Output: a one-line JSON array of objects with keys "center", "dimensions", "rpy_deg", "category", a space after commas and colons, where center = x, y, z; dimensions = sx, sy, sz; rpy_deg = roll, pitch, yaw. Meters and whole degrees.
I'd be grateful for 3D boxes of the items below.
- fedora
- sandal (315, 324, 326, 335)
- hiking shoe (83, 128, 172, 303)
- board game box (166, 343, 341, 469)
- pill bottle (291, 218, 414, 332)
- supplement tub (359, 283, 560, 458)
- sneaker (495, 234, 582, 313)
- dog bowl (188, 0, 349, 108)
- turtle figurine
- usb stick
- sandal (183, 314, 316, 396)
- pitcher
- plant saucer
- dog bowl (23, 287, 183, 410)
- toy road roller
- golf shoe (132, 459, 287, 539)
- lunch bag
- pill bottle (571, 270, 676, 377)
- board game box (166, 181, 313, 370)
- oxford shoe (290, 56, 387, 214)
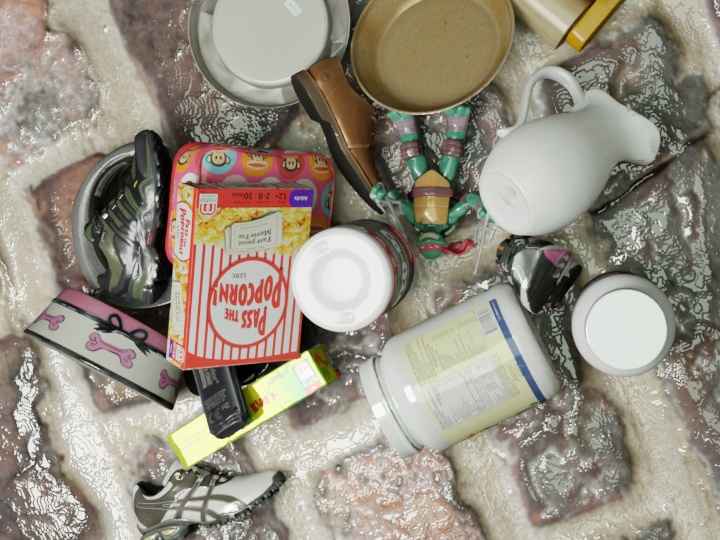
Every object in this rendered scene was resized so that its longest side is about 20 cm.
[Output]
[{"center": [-0.255, -0.054, 1.536], "dimensions": [0.176, 0.090, 0.201], "rpy_deg": [-15, 86, 8], "category": "fedora"}, {"center": [-0.121, 0.047, 1.535], "dimensions": [0.199, 0.055, 0.082], "rpy_deg": [-1, 91, 9], "category": "sandal"}, {"center": [-0.271, -0.064, 1.454], "dimensions": [0.100, 0.076, 0.201], "rpy_deg": [3, 90, 5], "category": "hiking shoe"}, {"center": [-0.125, 0.161, 1.515], "dimensions": [0.199, 0.102, 0.048], "rpy_deg": [-31, 87, 8], "category": "board game box"}, {"center": [0.000, 0.000, 1.436], "dimensions": [0.113, 0.200, 0.115], "rpy_deg": [1, 97, 12], "category": "pill bottle"}, {"center": [0.113, 0.118, 1.453], "dimensions": [0.199, 0.145, 0.146], "rpy_deg": [-27, 87, 9], "category": "supplement tub"}, {"center": [0.186, -0.003, 1.416], "dimensions": [0.086, 0.200, 0.081], "rpy_deg": [33, 91, 16], "category": "sneaker"}, {"center": [-0.105, -0.293, 1.523], "dimensions": [0.199, 0.059, 0.201], "rpy_deg": [0, 92, 9], "category": "dog bowl"}, {"center": [0.083, -0.090, 1.477], "dimensions": [0.149, 0.101, 0.201], "rpy_deg": [0, 79, -5], "category": "turtle figurine"}, {"center": [-0.175, 0.103, 1.481], "dimensions": [0.055, 0.033, 0.201], "rpy_deg": [-33, 54, 18], "category": "usb stick"}, {"center": [-0.141, 0.104, 1.513], "dimensions": [0.199, 0.045, 0.075], "rpy_deg": [-26, 114, 29], "category": "sandal"}, {"center": [0.213, -0.140, 1.427], "dimensions": [0.200, 0.121, 0.172], "rpy_deg": [-34, 67, -27], "category": "pitcher"}, {"center": [0.087, -0.265, 1.476], "dimensions": [0.199, 0.035, 0.201], "rpy_deg": [-8, 67, 18], "category": "plant saucer"}, {"center": [-0.294, 0.090, 1.501], "dimensions": [0.199, 0.200, 0.074], "rpy_deg": [27, 79, 8], "category": "dog bowl"}, {"center": [0.254, -0.357, 1.418], "dimensions": [0.123, 0.146, 0.200], "rpy_deg": [40, 97, 6], "category": "toy road roller"}, {"center": [-0.191, 0.269, 1.541], "dimensions": [0.199, 0.078, 0.095], "rpy_deg": [-22, 88, 8], "category": "golf shoe"}, {"center": [-0.126, -0.056, 1.469], "dimensions": [0.082, 0.199, 0.177], "rpy_deg": [10, 96, 51], "category": "lunch bag"}, {"center": [0.290, 0.058, 1.395], "dimensions": [0.112, 0.200, 0.113], "rpy_deg": [0, 92, 9], "category": "pill bottle"}, {"center": [-0.134, 0.004, 1.402], "dimensions": [0.046, 0.151, 0.201], "rpy_deg": [21, 109, 52], "category": "board game box"}, {"center": [-0.004, -0.158, 1.487], "dimensions": [0.071, 0.071, 0.201], "rpy_deg": [-33, 113, -14], "category": "oxford shoe"}]
